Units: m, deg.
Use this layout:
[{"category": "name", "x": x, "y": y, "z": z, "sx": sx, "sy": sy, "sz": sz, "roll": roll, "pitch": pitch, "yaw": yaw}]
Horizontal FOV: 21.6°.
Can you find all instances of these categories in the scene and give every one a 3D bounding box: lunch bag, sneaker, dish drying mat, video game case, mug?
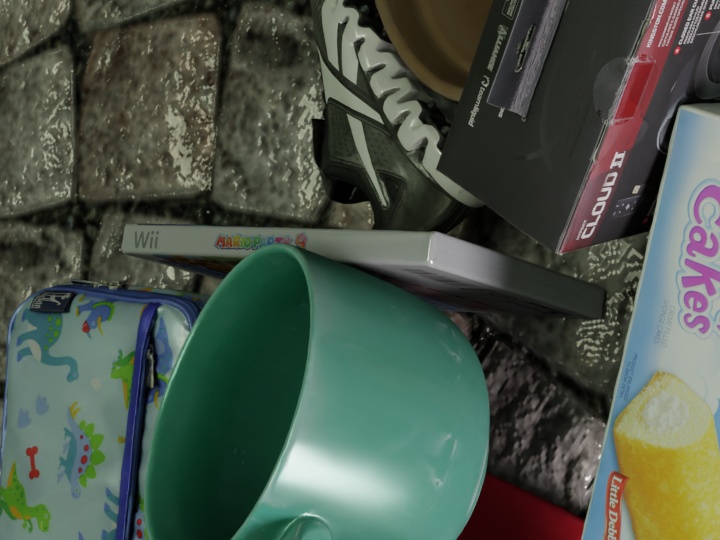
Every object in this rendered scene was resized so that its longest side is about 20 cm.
[{"category": "lunch bag", "x": -0.132, "y": 0.107, "z": 1.076, "sx": 0.160, "sy": 0.082, "sz": 0.201, "roll": 6, "pitch": 89, "yaw": 38}, {"category": "sneaker", "x": 0.003, "y": -0.084, "z": 0.984, "sx": 0.091, "sy": 0.066, "sz": 0.200, "roll": -48, "pitch": 48, "yaw": 24}, {"category": "dish drying mat", "x": 0.048, "y": 0.136, "z": 0.958, "sx": 0.200, "sy": 0.018, "sz": 0.077, "roll": 22, "pitch": 98, "yaw": 40}, {"category": "video game case", "x": 0.000, "y": 0.000, "z": 0.935, "sx": 0.199, "sy": 0.143, "sz": 0.018, "roll": 2, "pitch": 81, "yaw": 40}, {"category": "mug", "x": -0.015, "y": 0.092, "z": 0.842, "sx": 0.152, "sy": 0.114, "sz": 0.186, "roll": -28, "pitch": 47, "yaw": 53}]

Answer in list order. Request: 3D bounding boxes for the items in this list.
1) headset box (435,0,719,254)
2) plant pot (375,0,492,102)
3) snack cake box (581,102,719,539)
[{"category": "headset box", "x": 0.127, "y": -0.097, "z": 0.783, "sx": 0.077, "sy": 0.200, "sz": 0.149, "roll": 37, "pitch": 123, "yaw": 34}, {"category": "plant pot", "x": 0.091, "y": -0.178, "z": 0.900, "sx": 0.201, "sy": 0.092, "sz": 0.202, "roll": 3, "pitch": 94, "yaw": 57}, {"category": "snack cake box", "x": 0.167, "y": 0.033, "z": 0.786, "sx": 0.067, "sy": 0.115, "sz": 0.201, "roll": 23, "pitch": 111, "yaw": 39}]
